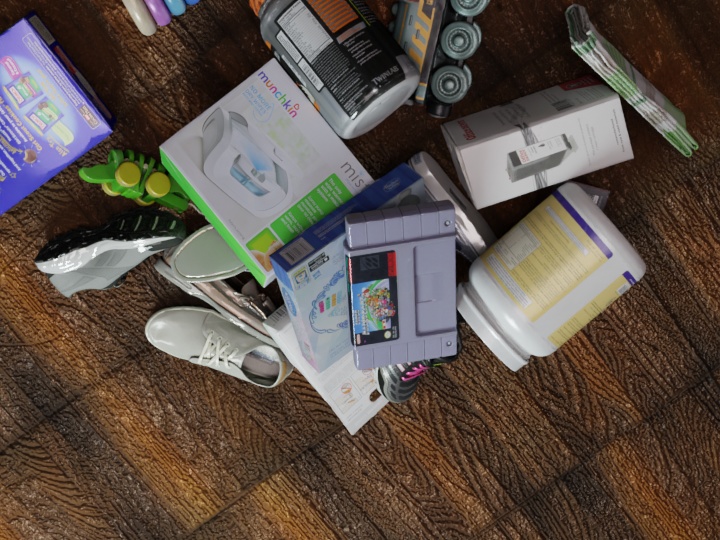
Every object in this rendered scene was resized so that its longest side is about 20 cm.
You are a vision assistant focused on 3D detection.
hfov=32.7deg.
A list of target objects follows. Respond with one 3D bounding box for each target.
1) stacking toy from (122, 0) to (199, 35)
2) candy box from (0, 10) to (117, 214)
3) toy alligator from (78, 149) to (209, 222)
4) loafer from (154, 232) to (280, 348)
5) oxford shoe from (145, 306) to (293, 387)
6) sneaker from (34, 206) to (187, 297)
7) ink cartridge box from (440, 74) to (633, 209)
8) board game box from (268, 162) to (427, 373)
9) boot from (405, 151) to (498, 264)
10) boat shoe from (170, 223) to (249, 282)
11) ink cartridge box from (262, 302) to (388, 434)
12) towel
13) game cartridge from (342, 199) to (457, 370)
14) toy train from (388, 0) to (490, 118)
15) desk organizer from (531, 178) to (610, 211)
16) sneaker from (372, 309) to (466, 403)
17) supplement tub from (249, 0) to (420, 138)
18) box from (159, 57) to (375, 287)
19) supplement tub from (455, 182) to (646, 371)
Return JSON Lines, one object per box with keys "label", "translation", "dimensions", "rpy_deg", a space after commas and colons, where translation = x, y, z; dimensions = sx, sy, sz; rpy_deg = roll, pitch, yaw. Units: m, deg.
{"label": "stacking toy", "translation": [-0.188, -0.359, 1.444], "dimensions": [0.199, 0.085, 0.086], "rpy_deg": [-30, 106, -2]}
{"label": "candy box", "translation": [-0.423, -0.183, 1.476], "dimensions": [0.200, 0.077, 0.169], "rpy_deg": [-34, 107, 5]}
{"label": "toy alligator", "translation": [-0.250, -0.109, 1.525], "dimensions": [0.199, 0.059, 0.055], "rpy_deg": [18, 71, -26]}
{"label": "loafer", "translation": [-0.164, 0.025, 1.562], "dimensions": [0.200, 0.072, 0.063], "rpy_deg": [33, 95, -10]}
{"label": "oxford shoe", "translation": [-0.181, 0.099, 1.587], "dimensions": [0.199, 0.058, 0.075], "rpy_deg": [20, 108, -7]}
{"label": "sneaker", "translation": [-0.303, -0.021, 1.534], "dimensions": [0.199, 0.074, 0.080], "rpy_deg": [-16, 121, 16]}
{"label": "ink cartridge box", "translation": [0.210, -0.158, 1.491], "dimensions": [0.199, 0.147, 0.083], "rpy_deg": [-18, 109, 3]}
{"label": "board game box", "translation": [0.000, 0.000, 1.468], "dimensions": [0.200, 0.043, 0.199], "rpy_deg": [-35, 142, -17]}
{"label": "boot", "translation": [0.102, -0.052, 1.564], "dimensions": [0.090, 0.073, 0.200], "rpy_deg": [-34, 104, 21]}
{"label": "boat shoe", "translation": [-0.142, -0.040, 1.528], "dimensions": [0.200, 0.062, 0.075], "rpy_deg": [-32, 86, -11]}
{"label": "ink cartridge box", "translation": [-0.010, 0.089, 1.587], "dimensions": [0.161, 0.050, 0.200], "rpy_deg": [-41, 125, -12]}
{"label": "towel", "translation": [0.326, -0.233, 1.475], "dimensions": [0.200, 0.149, 0.031], "rpy_deg": [40, 115, -15]}
{"label": "game cartridge", "translation": [0.047, 0.020, 1.410], "dimensions": [0.129, 0.038, 0.201], "rpy_deg": [-11, 122, -12]}
{"label": "toy train", "translation": [0.089, -0.288, 1.482], "dimensions": [0.113, 0.085, 0.201], "rpy_deg": [14, 108, 6]}
{"label": "desk organizer", "translation": [0.246, -0.023, 1.569], "dimensions": [0.071, 0.077, 0.201], "rpy_deg": [13, 105, -8]}
{"label": "sneaker", "translation": [0.078, 0.102, 1.537], "dimensions": [0.074, 0.087, 0.200], "rpy_deg": [-14, 136, -40]}
{"label": "supplement tub", "translation": [-0.033, -0.264, 1.435], "dimensions": [0.122, 0.123, 0.200], "rpy_deg": [-38, 83, 7]}
{"label": "box", "translation": [-0.109, -0.114, 1.464], "dimensions": [0.176, 0.097, 0.200], "rpy_deg": [-39, 89, -10]}
{"label": "supplement tub", "translation": [0.221, 0.010, 1.461], "dimensions": [0.200, 0.145, 0.145], "rpy_deg": [-41, 105, 8]}
